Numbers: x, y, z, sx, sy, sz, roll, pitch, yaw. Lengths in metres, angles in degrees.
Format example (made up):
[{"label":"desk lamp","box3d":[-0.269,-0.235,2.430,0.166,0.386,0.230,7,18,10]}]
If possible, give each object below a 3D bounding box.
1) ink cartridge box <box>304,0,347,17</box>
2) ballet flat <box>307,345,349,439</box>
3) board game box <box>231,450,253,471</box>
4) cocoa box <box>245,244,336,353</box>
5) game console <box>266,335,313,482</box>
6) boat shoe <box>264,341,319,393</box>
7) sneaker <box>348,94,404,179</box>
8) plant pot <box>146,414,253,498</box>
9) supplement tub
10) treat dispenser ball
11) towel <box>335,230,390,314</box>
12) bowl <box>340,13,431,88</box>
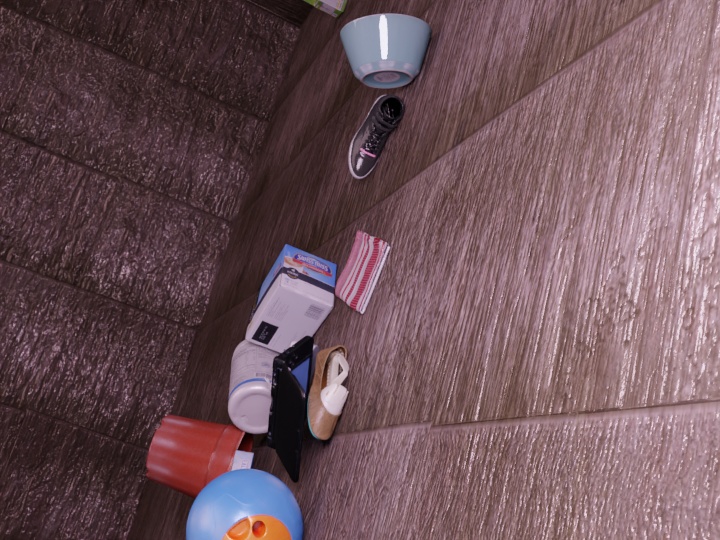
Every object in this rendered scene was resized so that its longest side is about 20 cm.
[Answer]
[{"label":"ink cartridge box","box3d":[-0.136,-1.019,3.119,0.150,0.198,0.076,-71,17,-8]},{"label":"ballet flat","box3d":[-0.051,0.210,1.577,0.072,0.068,0.201,-38,26,30]},{"label":"board game box","box3d":[-0.259,0.504,1.794,0.200,0.043,0.202,101,179,-55]},{"label":"cocoa box","box3d":[-0.153,0.069,1.931,0.201,0.132,0.132,-55,21,40]},{"label":"game console","box3d":[-0.108,0.254,1.627,0.175,0.115,0.203,-33,-43,-53]},{"label":"boat shoe","box3d":[-0.156,0.236,1.778,0.075,0.085,0.205,60,-134,-66]},{"label":"sneaker","box3d":[0.033,-0.298,1.900,0.202,0.070,0.099,-66,11,-5]},{"label":"plant pot","box3d":[-0.360,0.418,1.946,0.201,0.192,0.204,15,-90,-84]},{"label":"supplement tub","box3d":[-0.228,0.254,1.951,0.133,0.130,0.201,-61,17,23]},{"label":"treat dispenser ball","box3d":[-0.196,0.442,1.487,0.202,0.198,0.202,-57,20,33]},{"label":"towel","box3d":[0.000,0.000,1.725,0.200,0.022,0.146,-149,80,-74]},{"label":"bowl","box3d":[0.056,-0.459,1.873,0.200,0.198,0.107,157,114,-67]}]
